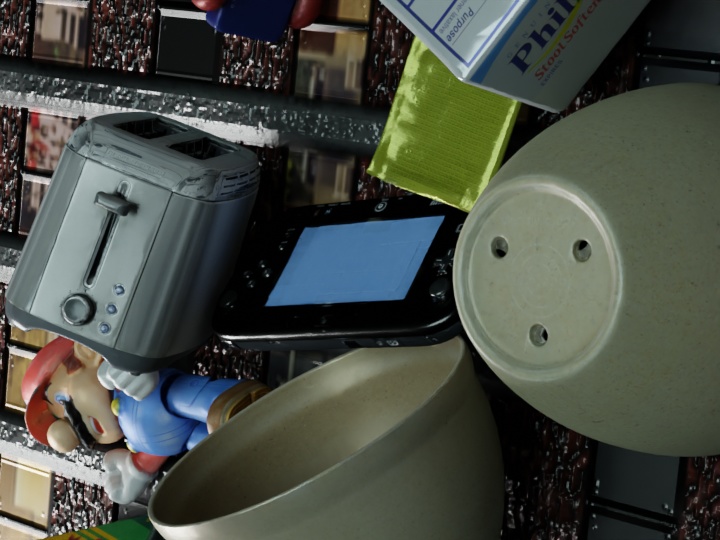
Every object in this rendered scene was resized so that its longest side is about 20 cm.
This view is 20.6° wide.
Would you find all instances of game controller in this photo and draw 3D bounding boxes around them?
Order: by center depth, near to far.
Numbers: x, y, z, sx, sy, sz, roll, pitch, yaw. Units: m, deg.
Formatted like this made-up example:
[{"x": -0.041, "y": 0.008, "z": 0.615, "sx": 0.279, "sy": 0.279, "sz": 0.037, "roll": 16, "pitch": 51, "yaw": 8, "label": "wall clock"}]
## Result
[{"x": 0.000, "y": 0.000, "z": 1.156, "sx": 0.200, "sy": 0.042, "sz": 0.105, "roll": -3, "pitch": 57, "yaw": 41, "label": "game controller"}]

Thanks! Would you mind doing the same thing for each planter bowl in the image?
[{"x": 0.001, "y": 0.141, "z": 1.107, "sx": 0.200, "sy": 0.200, "sz": 0.135, "roll": -20, "pitch": 105, "yaw": 38, "label": "planter bowl"}]

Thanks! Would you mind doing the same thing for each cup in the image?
[{"x": 0.129, "y": 0.002, "z": 1.009, "sx": 0.200, "sy": 0.143, "sz": 0.201, "roll": 2, "pitch": 94, "yaw": 40, "label": "cup"}]

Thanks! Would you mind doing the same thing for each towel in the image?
[{"x": 0.067, "y": -0.137, "z": 1.115, "sx": 0.086, "sy": 0.018, "sz": 0.201, "roll": 23, "pitch": 97, "yaw": 38, "label": "towel"}]

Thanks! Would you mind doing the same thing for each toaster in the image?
[{"x": -0.131, "y": -0.022, "z": 1.214, "sx": 0.113, "sy": 0.200, "sz": 0.129, "roll": 23, "pitch": 101, "yaw": 9, "label": "toaster"}]

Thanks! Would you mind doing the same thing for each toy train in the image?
[{"x": -0.058, "y": -0.252, "z": 1.202, "sx": 0.116, "sy": 0.084, "sz": 0.200, "roll": 43, "pitch": 118, "yaw": 45, "label": "toy train"}]

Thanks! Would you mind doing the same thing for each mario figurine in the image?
[{"x": -0.147, "y": 0.102, "z": 1.267, "sx": 0.200, "sy": 0.106, "sz": 0.124, "roll": 11, "pitch": 101, "yaw": 37, "label": "mario figurine"}]

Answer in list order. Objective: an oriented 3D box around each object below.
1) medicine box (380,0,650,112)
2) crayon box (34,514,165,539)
[{"x": 0.074, "y": -0.218, "z": 1.049, "sx": 0.200, "sy": 0.103, "sz": 0.182, "roll": 47, "pitch": 110, "yaw": 29, "label": "medicine box"}, {"x": -0.208, "y": 0.237, "z": 1.311, "sx": 0.200, "sy": 0.127, "sz": 0.051, "roll": -18, "pitch": 125, "yaw": 38, "label": "crayon box"}]
